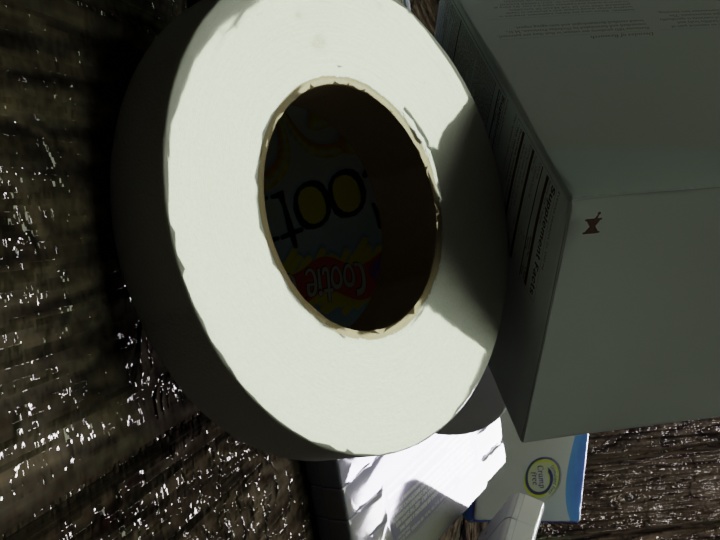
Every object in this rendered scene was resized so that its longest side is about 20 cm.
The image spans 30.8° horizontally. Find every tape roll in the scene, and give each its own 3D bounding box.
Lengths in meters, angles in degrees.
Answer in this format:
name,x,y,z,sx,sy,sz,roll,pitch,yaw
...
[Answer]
name,x,y,z,sx,sy,sz,roll,pitch,yaw
tape roll,-0.013,-0.025,0.540,0.201,0.037,0.206,13,71,-43

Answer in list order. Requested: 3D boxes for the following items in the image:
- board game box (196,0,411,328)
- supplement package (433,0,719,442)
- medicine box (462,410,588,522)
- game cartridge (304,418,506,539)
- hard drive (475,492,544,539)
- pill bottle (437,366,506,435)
name,x,y,z,sx,sy,sz,roll,pitch,yaw
board game box,-0.018,-0.065,0.672,0.105,0.101,0.203,34,49,-80
supplement package,0.147,-0.044,0.667,0.201,0.188,0.148,-109,-161,-48
medicine box,0.114,0.095,1.112,0.200,0.101,0.185,-147,-119,-73
game cartridge,0.032,0.115,0.847,0.199,0.038,0.131,-32,122,-52
hard drive,0.069,0.261,0.864,0.132,0.026,0.202,109,2,-60
pill bottle,0.065,0.001,0.807,0.201,0.109,0.112,-72,155,-50
